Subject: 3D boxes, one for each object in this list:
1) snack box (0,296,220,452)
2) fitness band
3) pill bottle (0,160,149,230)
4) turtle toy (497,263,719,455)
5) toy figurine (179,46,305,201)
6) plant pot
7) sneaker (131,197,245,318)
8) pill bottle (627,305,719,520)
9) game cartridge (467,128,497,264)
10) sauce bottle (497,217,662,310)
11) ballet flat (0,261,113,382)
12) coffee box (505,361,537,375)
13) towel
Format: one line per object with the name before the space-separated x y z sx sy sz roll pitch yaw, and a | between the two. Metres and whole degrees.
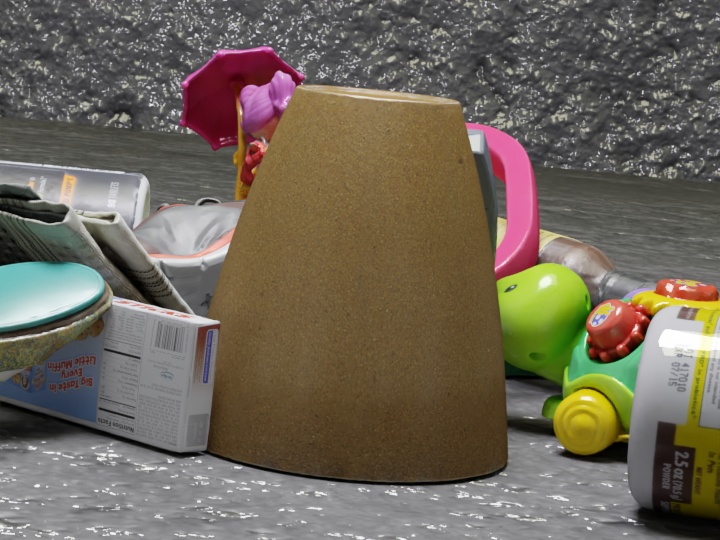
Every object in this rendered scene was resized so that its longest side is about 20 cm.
snack box | -0.161 0.047 1.275 0.200 0.072 0.024 12 9 39
fitness band | 0.049 -0.032 1.528 0.143 0.037 0.200 -7 36 7
pill bottle | -0.255 -0.026 1.633 0.199 0.107 0.106 5 7 -2
turtle toy | 0.167 0.054 1.360 0.200 0.101 0.146 8 8 19
toy figurine | -0.076 -0.074 1.644 0.150 0.185 0.200 1 -8 -26
plant pot | 0.000 0.000 1.273 0.186 0.200 0.186 5 6 -1
sneaker | -0.128 -0.004 1.512 0.200 0.077 0.082 -13 37 -20
pill bottle | 0.243 0.083 1.168 0.200 0.110 0.109 7 8 14
game cartridge | 0.016 -0.007 1.396 0.133 0.200 0.041 8 40 -1
sauce bottle | 0.124 0.006 1.530 0.200 0.065 0.065 20 15 38
ballet flat | -0.229 0.043 1.214 0.200 0.071 0.071 -12 15 -28
coffee box | 0.025 0.040 1.574 0.200 0.044 0.123 2 9 -26
towel | -0.186 0.003 1.356 0.192 0.035 0.200 11 -27 36
